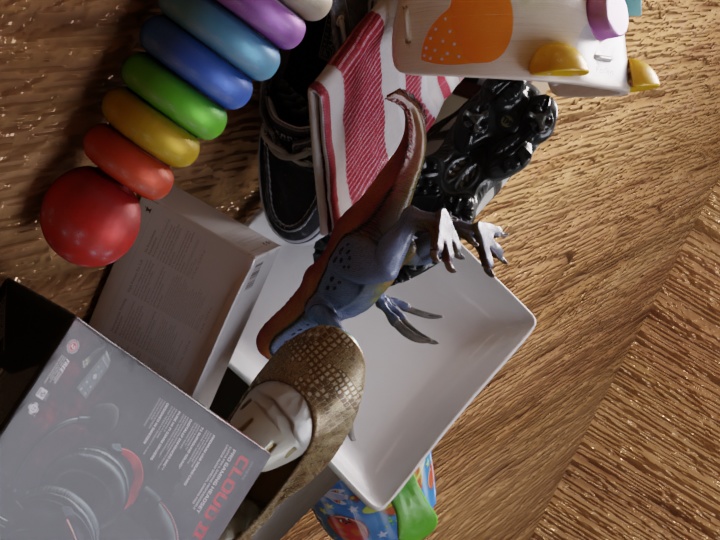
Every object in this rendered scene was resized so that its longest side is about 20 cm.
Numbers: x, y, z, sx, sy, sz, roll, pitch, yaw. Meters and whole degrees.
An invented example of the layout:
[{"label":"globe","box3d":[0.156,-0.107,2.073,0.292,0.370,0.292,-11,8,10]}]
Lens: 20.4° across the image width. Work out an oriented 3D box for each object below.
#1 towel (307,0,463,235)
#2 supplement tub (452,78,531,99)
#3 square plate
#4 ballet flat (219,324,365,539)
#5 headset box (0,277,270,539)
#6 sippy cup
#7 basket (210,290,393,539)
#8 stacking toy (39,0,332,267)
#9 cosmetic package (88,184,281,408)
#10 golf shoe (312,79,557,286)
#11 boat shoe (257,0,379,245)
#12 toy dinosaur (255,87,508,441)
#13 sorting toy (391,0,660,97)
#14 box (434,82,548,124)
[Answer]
[{"label":"towel","box3d":[0.029,-0.129,1.266,0.200,0.023,0.144,-54,155,-31]},{"label":"supplement tub","box3d":[0.105,-0.222,1.391,0.107,0.107,0.200,-41,159,-50]},{"label":"square plate","box3d":[-0.005,0.032,1.371,0.198,0.200,0.028,-47,-177,-31]},{"label":"ballet flat","box3d":[-0.065,0.117,1.221,0.200,0.070,0.065,-57,166,29]},{"label":"headset box","box3d":[-0.153,0.120,1.116,0.200,0.075,0.149,42,78,-44]},{"label":"sippy cup","box3d":[0.001,0.148,1.599,0.178,0.139,0.131,-77,156,-50]},{"label":"basket","box3d":[-0.060,0.106,1.447,0.200,0.136,0.181,-49,145,-21]},{"label":"stacking toy","box3d":[-0.104,-0.091,1.069,0.200,0.085,0.085,-53,165,3]},{"label":"cosmetic package","box3d":[-0.128,0.056,1.227,0.201,0.082,0.051,-64,169,18]},{"label":"golf shoe","box3d":[0.050,-0.053,1.374,0.200,0.078,0.094,-38,-179,-10]},{"label":"boat shoe","box3d":[-0.035,-0.097,1.263,0.068,0.072,0.201,-42,154,-53]},{"label":"toy dinosaur","box3d":[0.000,0.000,1.259,0.105,0.181,0.201,-17,93,-55]},{"label":"sorting toy","box3d":[0.119,-0.204,1.249,0.200,0.106,0.181,-1,94,-56]},{"label":"box","box3d":[0.088,-0.136,1.567,0.200,0.078,0.095,-59,164,-2]}]
